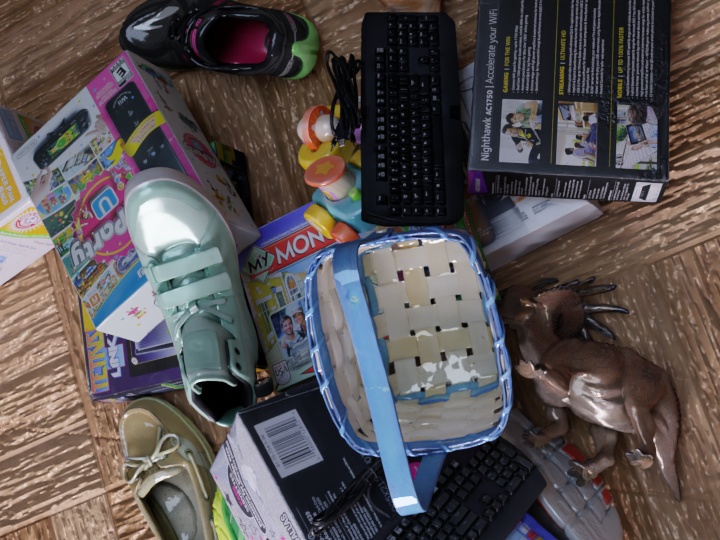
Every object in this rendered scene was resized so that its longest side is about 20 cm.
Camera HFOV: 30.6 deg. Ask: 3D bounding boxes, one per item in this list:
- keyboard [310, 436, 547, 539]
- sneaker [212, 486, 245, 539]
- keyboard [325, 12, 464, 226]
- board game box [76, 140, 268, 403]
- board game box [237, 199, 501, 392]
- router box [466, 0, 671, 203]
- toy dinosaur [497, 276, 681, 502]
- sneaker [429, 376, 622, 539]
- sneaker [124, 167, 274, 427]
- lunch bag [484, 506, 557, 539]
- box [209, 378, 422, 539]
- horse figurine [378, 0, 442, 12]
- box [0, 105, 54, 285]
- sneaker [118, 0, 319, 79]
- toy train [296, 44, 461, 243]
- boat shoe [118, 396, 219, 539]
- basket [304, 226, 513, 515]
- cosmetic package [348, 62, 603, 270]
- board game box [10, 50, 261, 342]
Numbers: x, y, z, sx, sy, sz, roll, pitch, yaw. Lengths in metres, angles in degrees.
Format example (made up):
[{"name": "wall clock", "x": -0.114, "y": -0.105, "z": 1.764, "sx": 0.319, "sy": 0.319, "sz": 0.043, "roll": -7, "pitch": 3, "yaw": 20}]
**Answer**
[{"name": "keyboard", "x": 0.031, "y": 0.178, "z": 0.930, "sx": 0.127, "sy": 0.021, "sz": 0.200, "roll": 28, "pitch": 55, "yaw": 26}, {"name": "sneaker", "x": -0.057, "y": 0.250, "z": 1.074, "sx": 0.083, "sy": 0.074, "sz": 0.201, "roll": -32, "pitch": 70, "yaw": 21}, {"name": "keyboard", "x": 0.024, "y": -0.123, "z": 0.988, "sx": 0.103, "sy": 0.040, "sz": 0.201, "roll": -3, "pitch": 57, "yaw": 4}, {"name": "board game box", "x": -0.171, "y": 0.005, "z": 1.172, "sx": 0.164, "sy": 0.057, "sz": 0.201, "roll": -13, "pitch": 78, "yaw": 24}, {"name": "board game box", "x": 0.000, "y": 0.000, "z": 1.056, "sx": 0.199, "sy": 0.029, "sz": 0.135, "roll": -25, "pitch": 74, "yaw": 22}, {"name": "router box", "x": 0.160, "y": -0.156, "z": 1.006, "sx": 0.148, "sy": 0.051, "sz": 0.201, "roll": 4, "pitch": 73, "yaw": 5}, {"name": "toy dinosaur", "x": 0.183, "y": 0.079, "z": 0.992, "sx": 0.200, "sy": 0.136, "sz": 0.086, "roll": 35, "pitch": 141, "yaw": 4}, {"name": "sneaker", "x": 0.117, "y": 0.162, "z": 1.021, "sx": 0.200, "sy": 0.077, "sz": 0.082, "roll": 46, "pitch": 124, "yaw": 27}, {"name": "sneaker", "x": -0.120, "y": 0.024, "z": 0.999, "sx": 0.073, "sy": 0.201, "sz": 0.118, "roll": -20, "pitch": 30, "yaw": 2}, {"name": "lunch bag", "x": 0.119, "y": 0.275, "z": 0.920, "sx": 0.200, "sy": 0.094, "sz": 0.151, "roll": 43, "pitch": 66, "yaw": 8}, {"name": "box", "x": -0.011, "y": 0.194, "z": 1.011, "sx": 0.201, "sy": 0.132, "sz": 0.115, "roll": 58, "pitch": 150, "yaw": 20}, {"name": "horse figurine", "x": 0.046, "y": -0.277, "z": 1.113, "sx": 0.132, "sy": 0.050, "sz": 0.201, "roll": 34, "pitch": 91, "yaw": 12}, {"name": "box", "x": -0.369, "y": -0.051, "z": 1.244, "sx": 0.199, "sy": 0.101, "sz": 0.113, "roll": -32, "pitch": 71, "yaw": 17}, {"name": "sneaker", "x": -0.134, "y": -0.212, "z": 1.168, "sx": 0.199, "sy": 0.084, "sz": 0.077, "roll": 7, "pitch": 94, "yaw": 25}, {"name": "toy train", "x": 0.009, "y": -0.113, "z": 1.032, "sx": 0.150, "sy": 0.056, "sz": 0.201, "roll": -24, "pitch": 43, "yaw": 23}, {"name": "boat shoe", "x": -0.157, "y": 0.198, "z": 1.129, "sx": 0.073, "sy": 0.063, "sz": 0.201, "roll": -31, "pitch": 74, "yaw": 18}, {"name": "basket", "x": 0.032, "y": 0.056, "z": 0.908, "sx": 0.138, "sy": 0.200, "sz": 0.177, "roll": -11, "pitch": 97, "yaw": 12}, {"name": "cosmetic package", "x": 0.075, "y": -0.071, "z": 1.074, "sx": 0.199, "sy": 0.052, "sz": 0.152, "roll": -28, "pitch": 70, "yaw": 19}, {"name": "board game box", "x": -0.194, "y": -0.064, "z": 1.120, "sx": 0.147, "sy": 0.064, "sz": 0.200, "roll": -40, "pitch": 62, "yaw": 13}]
